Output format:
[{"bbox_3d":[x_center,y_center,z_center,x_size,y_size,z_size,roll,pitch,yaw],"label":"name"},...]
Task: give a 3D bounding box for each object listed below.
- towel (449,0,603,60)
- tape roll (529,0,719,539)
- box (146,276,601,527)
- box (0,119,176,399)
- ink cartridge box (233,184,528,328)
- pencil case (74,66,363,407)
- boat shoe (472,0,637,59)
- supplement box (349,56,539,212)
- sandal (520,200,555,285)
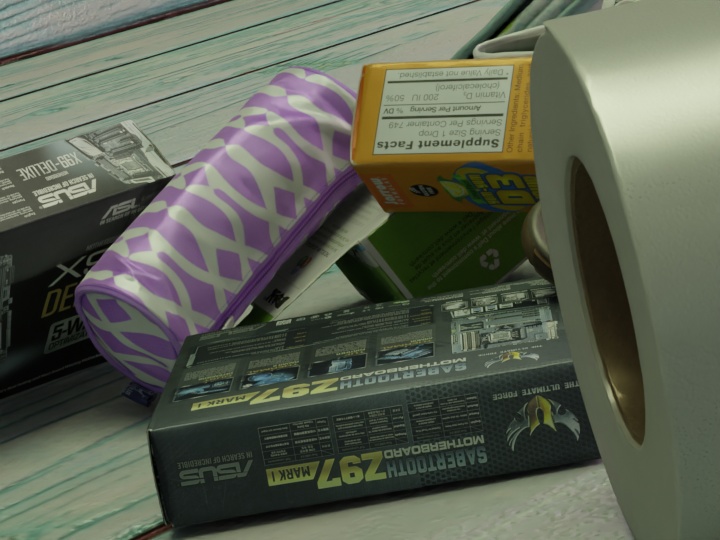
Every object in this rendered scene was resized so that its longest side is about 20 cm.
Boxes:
[{"bbox_3d":[0.158,-0.153,1.450,0.200,0.048,0.171,-43,-31,10],"label":"towel"},{"bbox_3d":[0.152,-0.003,0.794,0.139,0.203,0.203,-12,12,-3],"label":"tape roll"},{"bbox_3d":[0.010,0.056,1.009,0.200,0.051,0.158,-10,12,4],"label":"box"},{"bbox_3d":[-0.208,0.011,1.193,0.200,0.158,0.050,-20,59,-36],"label":"box"},{"bbox_3d":[0.000,0.000,1.242,0.200,0.076,0.148,-42,18,-6],"label":"ink cartridge box"},{"bbox_3d":[-0.067,-0.022,1.178,0.085,0.084,0.200,21,58,30],"label":"pencil case"},{"bbox_3d":[0.155,-0.129,1.241,0.200,0.067,0.074,-20,19,20],"label":"boat shoe"},{"bbox_3d":[0.098,-0.069,1.116,0.200,0.069,0.067,2,-23,23],"label":"supplement box"},{"bbox_3d":[0.176,-0.016,1.037,0.200,0.055,0.082,8,36,-2],"label":"sandal"}]
